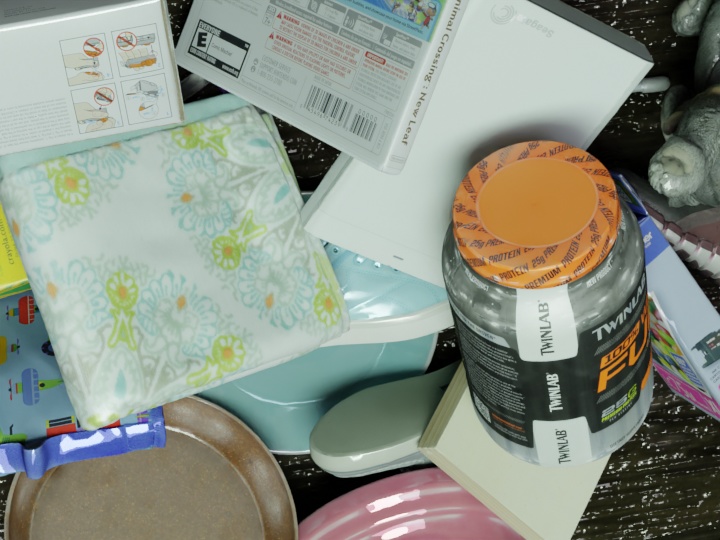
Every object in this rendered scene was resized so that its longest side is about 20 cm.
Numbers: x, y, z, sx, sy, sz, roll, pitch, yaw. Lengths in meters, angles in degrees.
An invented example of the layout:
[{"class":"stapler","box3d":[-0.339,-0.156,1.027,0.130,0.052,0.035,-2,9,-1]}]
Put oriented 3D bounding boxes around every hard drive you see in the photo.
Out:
[{"class":"hard drive","box3d":[0.069,-0.081,1.028,0.131,0.026,0.200,21,122,-27]}]

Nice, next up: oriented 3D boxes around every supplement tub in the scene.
[{"class":"supplement tub","box3d":[0.116,0.022,1.027,0.122,0.123,0.201,-20,142,-2]}]

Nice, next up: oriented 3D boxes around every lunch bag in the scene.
[{"class":"lunch bag","box3d":[-0.204,0.072,1.066,0.149,0.200,0.095,-7,113,-7]}]

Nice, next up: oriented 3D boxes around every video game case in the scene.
[{"class":"video game case","box3d":[-0.016,-0.177,1.005,0.022,0.199,0.183,9,107,-50]}]

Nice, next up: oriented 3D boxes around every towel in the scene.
[{"class":"towel","box3d":[-0.111,-0.012,1.022,0.199,0.048,0.172,-18,82,-37]}]

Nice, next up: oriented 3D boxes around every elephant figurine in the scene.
[{"class":"elephant figurine","box3d":[0.243,-0.092,1.077,0.154,0.141,0.201,27,69,-15]}]

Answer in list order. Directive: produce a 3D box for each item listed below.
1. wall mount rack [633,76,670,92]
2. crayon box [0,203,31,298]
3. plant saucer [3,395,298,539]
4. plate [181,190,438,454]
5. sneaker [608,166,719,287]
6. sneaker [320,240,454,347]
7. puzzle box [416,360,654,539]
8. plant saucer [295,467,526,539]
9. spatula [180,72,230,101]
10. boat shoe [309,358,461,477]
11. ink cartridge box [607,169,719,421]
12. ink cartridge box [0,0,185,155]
[{"class":"wall mount rack","box3d":[0.132,-0.144,1.101,0.174,0.074,0.201,-39,142,-35]},{"class":"crayon box","box3d":[-0.249,-0.044,1.065,0.198,0.051,0.128,-16,86,-4]},{"class":"plant saucer","box3d":[-0.142,0.179,1.131,0.198,0.202,0.035,9,153,-14]},{"class":"plate","box3d":[-0.043,0.036,1.179,0.198,0.026,0.202,-4,113,-10]},{"class":"sneaker","box3d":[0.262,-0.052,1.185,0.199,0.076,0.116,30,96,-28]},{"class":"sneaker","box3d":[0.000,0.000,1.119,0.198,0.074,0.083,-11,117,-8]},{"class":"puzzle box","box3d":[0.133,0.078,1.171,0.133,0.025,0.201,41,65,-22]},{"class":"plant saucer","box3d":[0.036,0.218,1.208,0.199,0.051,0.201,-11,141,-9]},{"class":"spatula","box3d":[-0.130,-0.110,1.103,0.199,0.021,0.057,-32,94,7]},{"class":"boat shoe","box3d":[0.055,0.114,1.184,0.200,0.070,0.072,-19,123,-27]},{"class":"ink cartridge box","box3d":[0.195,0.014,1.132,0.042,0.119,0.201,-37,108,-5]},{"class":"ink cartridge box","box3d":[-0.215,-0.145,0.998,0.198,0.176,0.084,-11,124,-6]}]
